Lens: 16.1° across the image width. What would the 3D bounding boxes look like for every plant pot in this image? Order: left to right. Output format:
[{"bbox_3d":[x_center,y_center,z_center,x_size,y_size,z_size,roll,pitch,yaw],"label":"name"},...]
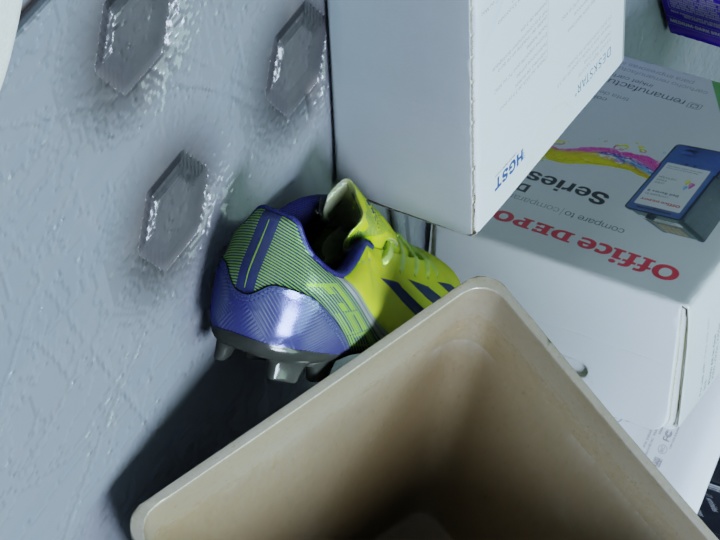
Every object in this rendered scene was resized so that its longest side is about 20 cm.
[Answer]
[{"bbox_3d":[0.029,0.160,1.133,0.200,0.200,0.177,-34,164,-20],"label":"plant pot"}]

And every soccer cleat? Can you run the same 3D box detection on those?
[{"bbox_3d":[0.001,0.000,1.141,0.200,0.065,0.084,-8,114,-63],"label":"soccer cleat"}]

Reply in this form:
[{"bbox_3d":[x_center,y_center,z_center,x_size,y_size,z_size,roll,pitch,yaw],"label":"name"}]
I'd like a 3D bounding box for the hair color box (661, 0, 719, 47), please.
[{"bbox_3d":[0.206,-0.218,1.422,0.109,0.065,0.200,-62,157,-18],"label":"hair color box"}]

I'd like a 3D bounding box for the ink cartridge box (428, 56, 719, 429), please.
[{"bbox_3d":[0.143,-0.021,1.330,0.200,0.145,0.088,-46,146,-43],"label":"ink cartridge box"}]

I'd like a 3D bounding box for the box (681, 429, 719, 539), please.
[{"bbox_3d":[0.214,0.099,1.512,0.124,0.196,0.200,-64,156,-15],"label":"box"}]

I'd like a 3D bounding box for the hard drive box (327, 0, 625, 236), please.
[{"bbox_3d":[0.055,-0.143,1.134,0.156,0.077,0.200,-48,147,-41],"label":"hard drive box"}]

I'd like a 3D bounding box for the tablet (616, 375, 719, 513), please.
[{"bbox_3d":[0.140,0.077,1.418,0.200,0.130,0.014,-68,159,-6],"label":"tablet"}]

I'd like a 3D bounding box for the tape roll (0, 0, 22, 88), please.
[{"bbox_3d":[-0.169,-0.076,0.751,0.203,0.037,0.203,-45,145,-44],"label":"tape roll"}]
